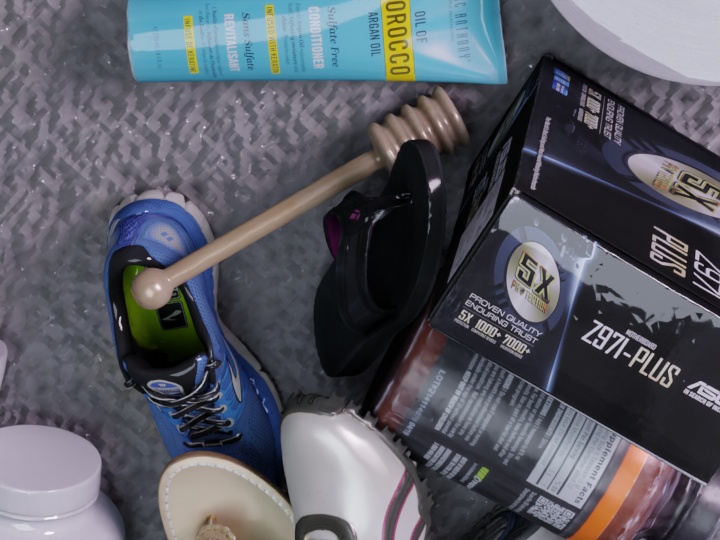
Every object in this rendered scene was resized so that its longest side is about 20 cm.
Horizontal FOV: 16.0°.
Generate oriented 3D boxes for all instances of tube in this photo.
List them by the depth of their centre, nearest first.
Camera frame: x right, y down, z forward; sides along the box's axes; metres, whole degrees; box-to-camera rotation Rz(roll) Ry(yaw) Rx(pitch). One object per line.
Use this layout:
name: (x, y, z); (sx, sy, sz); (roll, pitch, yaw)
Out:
tube: (-0.023, -0.131, 1.373); (0.199, 0.050, 0.078); (-3, 121, 5)

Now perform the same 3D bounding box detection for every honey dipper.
honey dipper: (-0.035, -0.035, 1.378); (0.200, 0.038, 0.038); (-30, 108, -4)

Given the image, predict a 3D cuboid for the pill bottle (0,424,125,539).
pill bottle: (-0.197, 0.196, 1.507); (0.112, 0.113, 0.201); (10, 115, 5)

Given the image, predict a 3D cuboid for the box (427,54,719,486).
box: (0.134, -0.006, 1.313); (0.164, 0.200, 0.086); (31, 115, -5)

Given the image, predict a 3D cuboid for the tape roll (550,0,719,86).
tape roll: (0.180, -0.197, 1.295); (0.200, 0.066, 0.201); (3, 115, 7)

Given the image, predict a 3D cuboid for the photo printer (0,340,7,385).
photo printer: (-0.294, 0.093, 1.438); (0.069, 0.200, 0.167); (40, 107, 28)

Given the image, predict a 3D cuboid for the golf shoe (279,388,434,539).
golf shoe: (-0.003, 0.161, 1.389); (0.077, 0.088, 0.200); (-2, 117, 35)

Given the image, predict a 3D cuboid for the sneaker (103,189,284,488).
sneaker: (-0.102, 0.060, 1.443); (0.078, 0.089, 0.200); (-15, 110, 17)

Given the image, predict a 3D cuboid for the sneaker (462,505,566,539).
sneaker: (0.059, 0.224, 1.502); (0.087, 0.075, 0.200); (40, 115, -15)

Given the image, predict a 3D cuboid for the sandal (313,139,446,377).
sandal: (0.000, 0.001, 1.365); (0.048, 0.076, 0.201); (-2, 151, -20)

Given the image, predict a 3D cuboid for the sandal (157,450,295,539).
sandal: (-0.050, 0.202, 1.423); (0.077, 0.070, 0.212); (-20, 111, 12)

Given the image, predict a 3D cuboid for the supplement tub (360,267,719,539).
supplement tub: (0.107, 0.086, 1.412); (0.200, 0.107, 0.107); (28, 115, -4)
